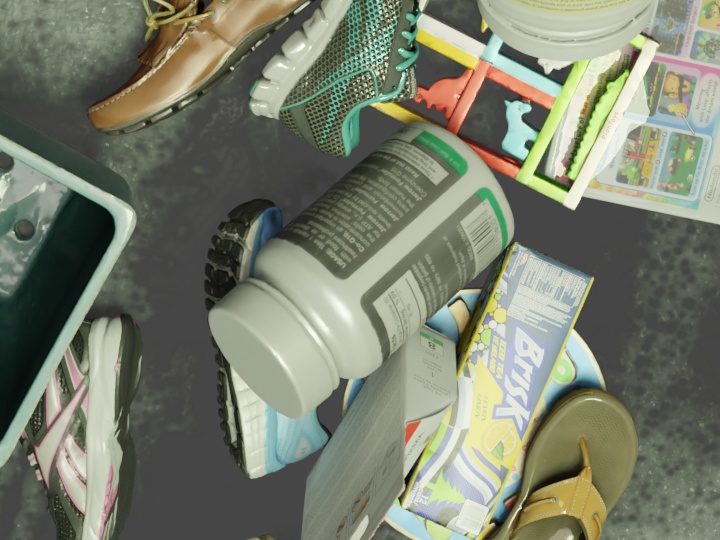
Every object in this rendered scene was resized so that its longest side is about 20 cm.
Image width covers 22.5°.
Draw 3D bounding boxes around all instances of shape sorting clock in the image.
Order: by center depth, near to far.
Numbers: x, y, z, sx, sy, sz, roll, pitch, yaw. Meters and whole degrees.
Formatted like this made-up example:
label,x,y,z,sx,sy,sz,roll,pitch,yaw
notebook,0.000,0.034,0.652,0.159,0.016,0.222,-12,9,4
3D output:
label,x,y,z,sx,sy,sz,roll,pitch,yaw
shape sorting clock,0.085,0.112,1.330,0.198,0.039,0.202,-1,104,-2

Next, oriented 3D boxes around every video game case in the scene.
label,x,y,z,sx,sy,sz,roll,pitch,yaw
video game case,0.236,-0.139,1.281,0.180,0.024,0.202,11,104,-4

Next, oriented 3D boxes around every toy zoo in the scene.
label,x,y,z,sx,sy,sz,roll,pitch,yaw
toy zoo,0.091,-0.145,1.262,0.199,0.020,0.132,27,104,2

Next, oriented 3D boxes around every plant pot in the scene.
label,x,y,z,sx,sy,sz,roll,pitch,yaw
plant pot,-0.268,-0.023,1.200,0.195,0.200,0.197,29,101,-9

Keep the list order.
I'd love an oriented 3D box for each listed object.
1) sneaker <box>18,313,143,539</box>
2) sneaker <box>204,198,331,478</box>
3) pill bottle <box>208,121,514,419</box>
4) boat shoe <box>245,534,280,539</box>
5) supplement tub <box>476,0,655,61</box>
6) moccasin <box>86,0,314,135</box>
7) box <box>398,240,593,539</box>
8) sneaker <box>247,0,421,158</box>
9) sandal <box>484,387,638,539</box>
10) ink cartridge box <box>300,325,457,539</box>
label,x,y,z,sx,sy,sz,roll,pitch,yaw
sneaker,-0.210,0.125,1.314,0.085,0.080,0.202,8,96,8
sneaker,-0.059,0.044,1.303,0.089,0.078,0.202,-9,109,-19
pill bottle,0.000,0.000,1.223,0.200,0.113,0.114,-41,104,-21
boat shoe,-0.074,0.232,1.347,0.198,0.071,0.065,13,69,3
supplement tub,0.133,-0.243,1.134,0.143,0.146,0.201,-5,145,-1
moccasin,-0.109,-0.168,1.235,0.201,0.074,0.078,-39,100,7
box,0.093,0.083,1.273,0.064,0.070,0.202,24,92,-3
sneaker,0.013,-0.159,1.225,0.091,0.078,0.200,41,119,0
sandal,0.139,0.181,1.306,0.080,0.054,0.201,28,102,-13
ink cartridge box,0.011,0.149,1.218,0.050,0.201,0.162,24,117,-13
